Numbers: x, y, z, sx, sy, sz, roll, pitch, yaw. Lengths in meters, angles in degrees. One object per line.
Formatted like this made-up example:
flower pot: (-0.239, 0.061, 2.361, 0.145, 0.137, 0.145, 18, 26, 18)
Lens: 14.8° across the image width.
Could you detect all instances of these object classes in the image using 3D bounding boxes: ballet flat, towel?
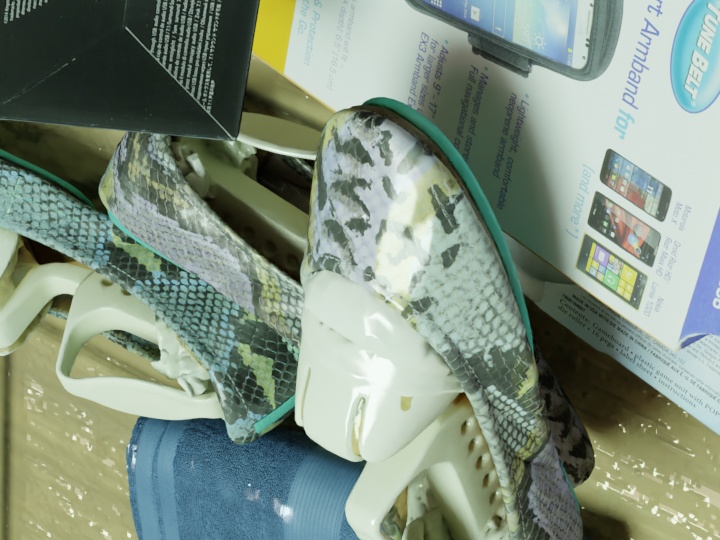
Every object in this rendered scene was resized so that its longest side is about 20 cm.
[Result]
ballet flat: (-0.103, 0.008, 1.003, 0.200, 0.074, 0.074, 21, 129, 29)
towel: (0.006, 0.116, 1.008, 0.200, 0.049, 0.112, 17, 127, 31)
ballet flat: (0.000, 0.000, 0.924, 0.200, 0.072, 0.072, 34, 134, 15)
ballet flat: (0.018, 0.040, 0.803, 0.072, 0.072, 0.201, 17, 147, 30)

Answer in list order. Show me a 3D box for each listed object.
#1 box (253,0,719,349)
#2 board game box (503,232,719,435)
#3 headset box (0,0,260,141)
box: (0.056, -0.068, 0.779, 0.200, 0.041, 0.119, 35, 133, 27)
board game box: (0.141, -0.031, 0.805, 0.200, 0.043, 0.199, 36, 135, 15)
headset box: (-0.063, -0.157, 0.797, 0.077, 0.200, 0.149, 5, 129, -9)
